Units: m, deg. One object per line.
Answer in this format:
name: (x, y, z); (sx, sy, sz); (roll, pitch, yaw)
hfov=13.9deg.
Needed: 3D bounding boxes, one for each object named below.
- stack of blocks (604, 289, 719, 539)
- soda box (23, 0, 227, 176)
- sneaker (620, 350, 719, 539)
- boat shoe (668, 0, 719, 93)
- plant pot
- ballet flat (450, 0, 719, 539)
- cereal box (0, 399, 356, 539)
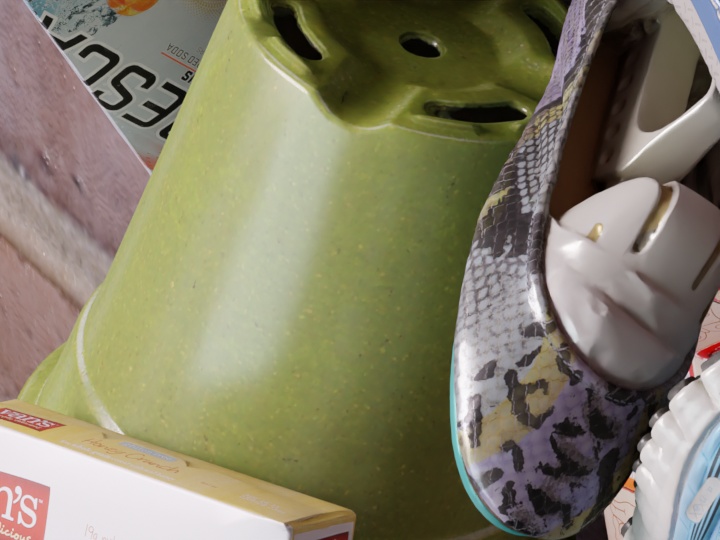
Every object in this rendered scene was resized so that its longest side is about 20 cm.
stack of blocks: (0.136, 0.105, 0.902); (0.115, 0.058, 0.200); (23, 129, 53)
soda box: (-0.081, -0.095, 1.042); (0.068, 0.064, 0.200); (53, 179, 42)
sneaker: (0.109, 0.103, 0.804); (0.090, 0.078, 0.200); (45, 147, 26)
boat shoe: (0.127, -0.076, 0.769); (0.200, 0.072, 0.072); (51, 148, 28)
plant pot: (0.000, 0.000, 0.960); (0.200, 0.200, 0.190); (46, 134, 35)
ballet flat: (0.075, -0.021, 0.809); (0.072, 0.201, 0.072); (12, 146, 9)
cereal box: (-0.080, 0.152, 0.913); (0.144, 0.039, 0.201); (14, 102, 35)
